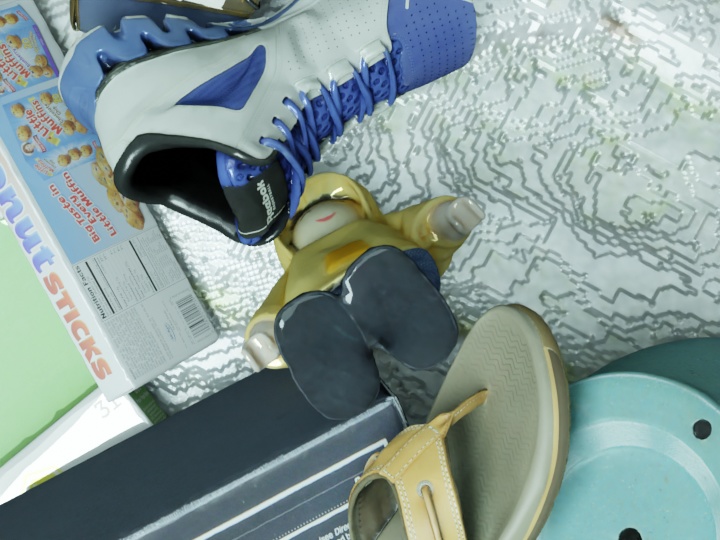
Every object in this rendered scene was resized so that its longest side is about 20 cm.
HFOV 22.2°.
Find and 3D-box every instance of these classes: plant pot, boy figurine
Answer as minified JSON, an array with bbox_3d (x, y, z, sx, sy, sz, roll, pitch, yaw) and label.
[{"bbox_3d":[0.145,0.120,0.802,0.198,0.187,0.202,-5,80,30],"label":"plant pot"},{"bbox_3d":[0.000,0.000,0.834,0.124,0.200,0.065,-32,106,6],"label":"boy figurine"}]

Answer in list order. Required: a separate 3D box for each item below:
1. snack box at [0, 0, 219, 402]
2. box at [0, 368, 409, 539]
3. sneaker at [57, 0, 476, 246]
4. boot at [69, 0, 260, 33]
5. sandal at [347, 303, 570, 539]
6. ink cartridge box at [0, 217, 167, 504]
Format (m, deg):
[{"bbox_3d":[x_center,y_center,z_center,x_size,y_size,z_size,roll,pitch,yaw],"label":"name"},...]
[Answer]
[{"bbox_3d":[-0.144,-0.038,0.905,0.024,0.072,0.201,-28,91,39],"label":"snack box"},{"bbox_3d":[-0.044,0.167,0.848,0.199,0.123,0.200,-26,109,-6],"label":"box"},{"bbox_3d":[-0.035,-0.069,0.859,0.198,0.081,0.116,-15,51,-7],"label":"sneaker"},{"bbox_3d":[-0.053,-0.156,0.909,0.198,0.075,0.098,9,116,-4],"label":"boot"},{"bbox_3d":[0.020,0.105,0.741,0.054,0.080,0.201,24,101,-39],"label":"sandal"},{"bbox_3d":[-0.173,0.095,0.925,0.145,0.048,0.200,-38,93,4],"label":"ink cartridge box"}]
